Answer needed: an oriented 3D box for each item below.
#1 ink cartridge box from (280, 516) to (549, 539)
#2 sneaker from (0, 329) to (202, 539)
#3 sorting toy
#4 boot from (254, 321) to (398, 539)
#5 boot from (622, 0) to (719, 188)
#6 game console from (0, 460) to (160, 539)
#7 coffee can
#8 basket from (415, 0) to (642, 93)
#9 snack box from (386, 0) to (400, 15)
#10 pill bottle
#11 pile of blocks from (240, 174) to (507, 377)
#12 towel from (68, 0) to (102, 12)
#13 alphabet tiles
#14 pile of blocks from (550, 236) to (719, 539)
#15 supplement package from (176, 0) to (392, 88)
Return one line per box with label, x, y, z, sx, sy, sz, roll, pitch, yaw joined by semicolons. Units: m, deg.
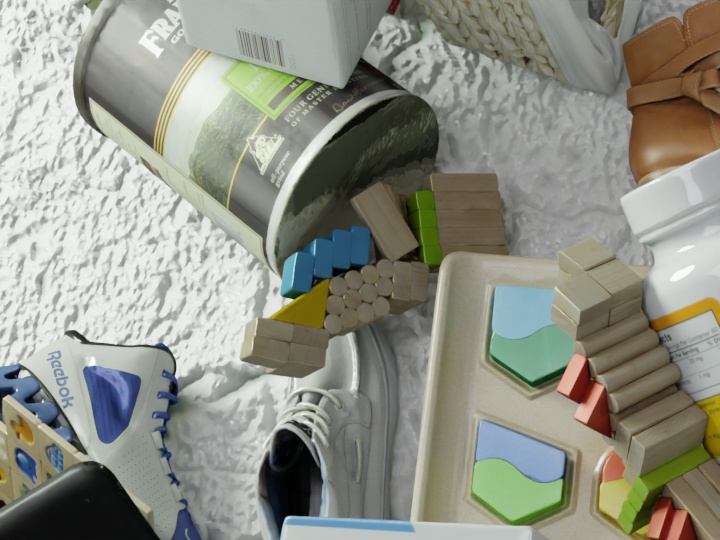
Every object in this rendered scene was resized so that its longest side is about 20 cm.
ink cartridge box;0.054;0.198;1.022;0.144;0.200;0.085;0;70;23
sneaker;-0.147;0.110;1.195;0.115;0.081;0.199;-40;80;-25
sorting toy;0.136;0.084;1.080;0.199;0.036;0.186;6;76;7
boot;-0.023;0.101;1.143;0.073;0.096;0.201;-12;69;19
boot;0.254;-0.100;1.101;0.199;0.074;0.156;-15;64;16
game console;-0.181;0.212;1.125;0.175;0.201;0.116;-31;21;3
coffee can;-0.069;-0.101;1.198;0.200;0.146;0.147;38;91;28
basket;0.100;-0.209;1.122;0.123;0.200;0.136;15;80;21
snack box;-0.016;-0.299;1.281;0.168;0.068;0.201;20;81;27
pill bottle;0.221;0.034;1.015;0.111;0.111;0.201;-25;87;14
pile of blocks;0.000;0.000;1.144;0.199;0.062;0.082;-29;89;-24
towel;-0.174;-0.294;1.320;0.200;0.048;0.171;-55;39;6
alphabet tiles;-0.176;0.170;1.167;0.200;0.167;0.006;33;50;28
pile of blocks;0.142;0.085;1.007;0.062;0.082;0.201;-22;82;-26
supplement package;-0.023;-0.231;1.128;0.113;0.110;0.201;18;58;17
